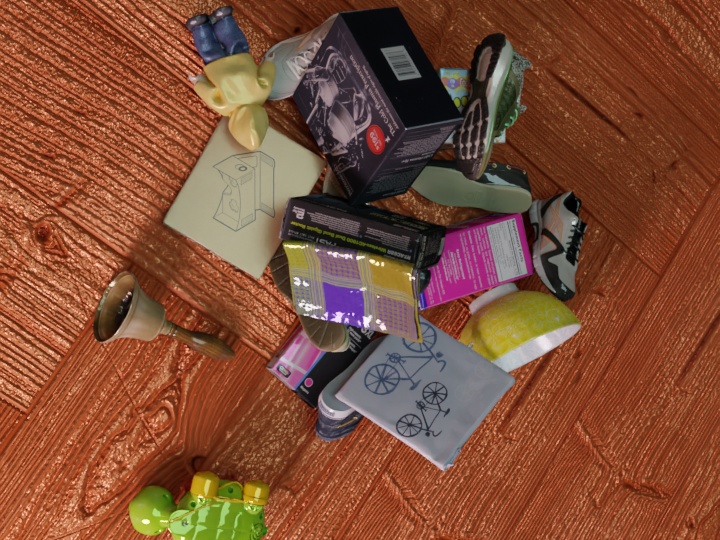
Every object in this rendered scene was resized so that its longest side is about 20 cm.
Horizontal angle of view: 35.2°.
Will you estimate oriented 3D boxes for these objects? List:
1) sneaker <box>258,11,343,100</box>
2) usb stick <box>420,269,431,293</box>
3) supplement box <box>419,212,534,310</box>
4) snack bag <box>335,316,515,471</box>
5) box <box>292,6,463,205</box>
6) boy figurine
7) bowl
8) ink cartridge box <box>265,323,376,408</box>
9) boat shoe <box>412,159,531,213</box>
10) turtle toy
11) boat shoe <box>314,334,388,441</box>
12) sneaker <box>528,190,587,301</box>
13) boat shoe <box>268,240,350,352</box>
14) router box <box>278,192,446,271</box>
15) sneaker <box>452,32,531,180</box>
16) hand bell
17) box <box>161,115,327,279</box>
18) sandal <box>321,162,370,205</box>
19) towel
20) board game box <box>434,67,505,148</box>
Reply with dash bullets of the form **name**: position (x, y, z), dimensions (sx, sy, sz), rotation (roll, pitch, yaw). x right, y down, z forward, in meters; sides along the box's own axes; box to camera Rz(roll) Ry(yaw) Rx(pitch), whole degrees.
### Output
- **sneaker**: position (-0.064, -0.317, 1.635), dimensions (0.200, 0.092, 0.076), rotation (-39, 105, -16)
- **usb stick**: position (0.000, 0.000, 1.607), dimensions (0.200, 0.056, 0.033), rotation (10, 48, -14)
- **supplement box**: position (0.148, -0.016, 1.731), dimensions (0.200, 0.101, 0.104), rotation (-15, 97, -22)
- **snack bag**: position (0.097, 0.166, 1.619), dimensions (0.200, 0.021, 0.189), rotation (31, 61, 21)
- **box**: position (0.019, -0.226, 1.569), dimensions (0.104, 0.182, 0.200), rotation (-15, 67, -33)
- **boy figurine**: position (-0.172, -0.267, 1.589), dimensions (0.124, 0.064, 0.200), rotation (-23, 93, -11)
- **bowl**: position (0.224, 0.084, 1.738), dimensions (0.200, 0.200, 0.108), rotation (-21, 73, -20)
- **ink cartridge box**: position (-0.042, 0.099, 1.694), dimensions (0.095, 0.037, 0.200), rotation (43, 74, -18)
- **boat shoe**: position (0.168, -0.140, 1.758), dimensions (0.201, 0.074, 0.063), rotation (9, 53, -13)
- **turtle toy**: position (-0.224, 0.349, 1.592), dimensions (0.200, 0.101, 0.146), rotation (15, 86, -22)
- **boat shoe**: position (0.006, 0.173, 1.699), dimensions (0.071, 0.091, 0.200), rotation (42, 53, 20)
- **sneaker**: position (0.310, -0.044, 1.754), dimensions (0.074, 0.080, 0.200), rotation (37, 39, -41)
- **boat shoe**: position (-0.073, 0.027, 1.650), dimensions (0.073, 0.063, 0.201), rotation (-32, 76, 8)
- **router box**: position (0.006, -0.053, 1.584), dimensions (0.200, 0.150, 0.062), rotation (16, 101, 15)
- **sneaker**: position (0.190, -0.215, 1.542), dimensions (0.088, 0.077, 0.200), rotation (15, 89, -30)
- **hand bell**: position (-0.259, 0.084, 1.588), dimensions (0.200, 0.104, 0.104), rotation (26, 82, -34)
- **box**: position (-0.166, -0.113, 1.625), dimensions (0.163, 0.021, 0.200), rotation (31, 81, -10)
- **sandal**: position (-0.010, -0.143, 1.676), dimensions (0.077, 0.070, 0.212), rotation (-1, 93, -22)
- **towel**: position (-0.008, 0.027, 1.539), dimensions (0.144, 0.200, 0.023), rotation (86, 24, -44)
- **board game box**: position (0.118, -0.230, 1.656), dimensions (0.105, 0.200, 0.103), rotation (-2, 93, -22)
